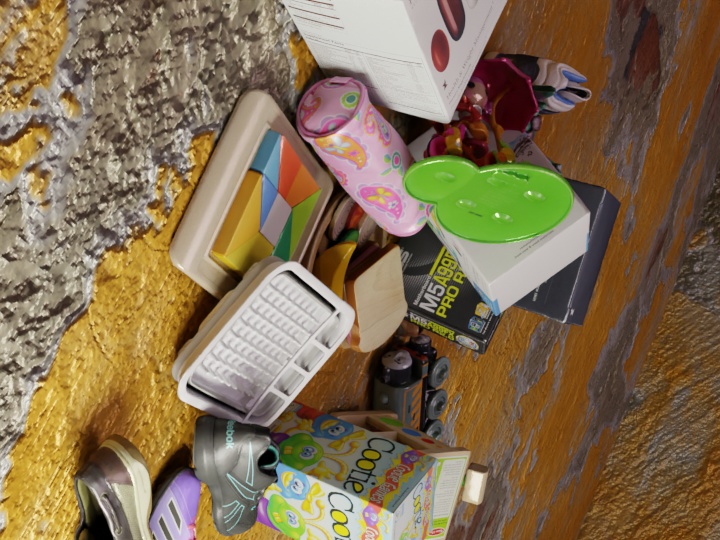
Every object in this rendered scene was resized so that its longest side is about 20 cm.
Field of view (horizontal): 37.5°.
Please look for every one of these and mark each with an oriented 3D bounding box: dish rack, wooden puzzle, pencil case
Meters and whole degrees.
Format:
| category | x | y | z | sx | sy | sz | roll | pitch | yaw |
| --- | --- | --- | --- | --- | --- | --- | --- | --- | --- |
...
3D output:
| category | x | y | z | sx | sy | sz | roll | pitch | yaw |
| --- | --- | --- | --- | --- | --- | --- | --- | --- | --- |
| dish rack | -0.099 | 0.071 | 1.068 | 0.172 | 0.043 | 0.200 | -49 | 152 | -1 |
| wooden puzzle | -0.095 | -0.053 | 1.048 | 0.187 | 0.037 | 0.200 | -66 | 154 | -12 |
| pencil case | 0.012 | -0.119 | 1.122 | 0.200 | 0.087 | 0.088 | 45 | 65 | -48 |

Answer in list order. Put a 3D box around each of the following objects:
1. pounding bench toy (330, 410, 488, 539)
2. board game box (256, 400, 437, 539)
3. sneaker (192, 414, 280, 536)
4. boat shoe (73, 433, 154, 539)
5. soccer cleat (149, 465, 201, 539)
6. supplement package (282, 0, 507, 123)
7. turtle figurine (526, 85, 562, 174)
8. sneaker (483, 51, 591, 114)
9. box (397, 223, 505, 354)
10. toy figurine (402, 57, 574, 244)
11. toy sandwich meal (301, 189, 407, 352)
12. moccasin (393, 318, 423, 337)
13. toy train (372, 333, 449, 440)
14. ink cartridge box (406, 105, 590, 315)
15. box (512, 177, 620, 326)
| category | x | y | z | sx | sy | sz | roll | pitch | yaw |
| --- | --- | --- | --- | --- | --- | --- | --- | --- | --- |
| pounding bench toy | 0.053 | 0.261 | 1.371 | 0.199 | 0.155 | 0.126 | 7 | 102 | -49 |
| board game box | -0.027 | 0.241 | 1.182 | 0.103 | 0.198 | 0.106 | -39 | 139 | -49 |
| sneaker | -0.118 | 0.215 | 1.087 | 0.201 | 0.078 | 0.076 | 84 | 2 | -54 |
| boat shoe | -0.224 | 0.240 | 0.949 | 0.065 | 0.073 | 0.202 | -28 | 127 | -41 |
| soccer cleat | -0.185 | 0.295 | 1.043 | 0.068 | 0.073 | 0.202 | 24 | 83 | -63 |
| supplement package | 0.042 | -0.290 | 1.046 | 0.193 | 0.146 | 0.200 | -65 | 154 | -15 |
| turtle figurine | 0.228 | -0.136 | 1.415 | 0.150 | 0.099 | 0.202 | -80 | 166 | -62 |
| sneaker | 0.260 | -0.245 | 1.511 | 0.200 | 0.145 | 0.081 | 29 | 80 | -64 |
| box | 0.129 | -0.012 | 1.376 | 0.201 | 0.159 | 0.044 | -60 | 165 | -22 |
| toy figurine | 0.129 | -0.152 | 1.155 | 0.198 | 0.150 | 0.186 | 17 | 56 | -29 |
| toy sandwich meal | 0.000 | 0.000 | 1.232 | 0.205 | 0.070 | 0.207 | -42 | 141 | -46 |
| moccasin | 0.104 | 0.017 | 1.442 | 0.201 | 0.077 | 0.074 | -45 | 143 | -44 |
| toy train | 0.063 | 0.188 | 1.473 | 0.114 | 0.085 | 0.202 | -27 | 130 | -44 |
| ink cartridge box | 0.159 | -0.081 | 1.283 | 0.145 | 0.201 | 0.147 | -35 | 160 | 0 |
| box | 0.253 | -0.042 | 1.564 | 0.117 | 0.198 | 0.199 | 15 | 93 | -64 |
